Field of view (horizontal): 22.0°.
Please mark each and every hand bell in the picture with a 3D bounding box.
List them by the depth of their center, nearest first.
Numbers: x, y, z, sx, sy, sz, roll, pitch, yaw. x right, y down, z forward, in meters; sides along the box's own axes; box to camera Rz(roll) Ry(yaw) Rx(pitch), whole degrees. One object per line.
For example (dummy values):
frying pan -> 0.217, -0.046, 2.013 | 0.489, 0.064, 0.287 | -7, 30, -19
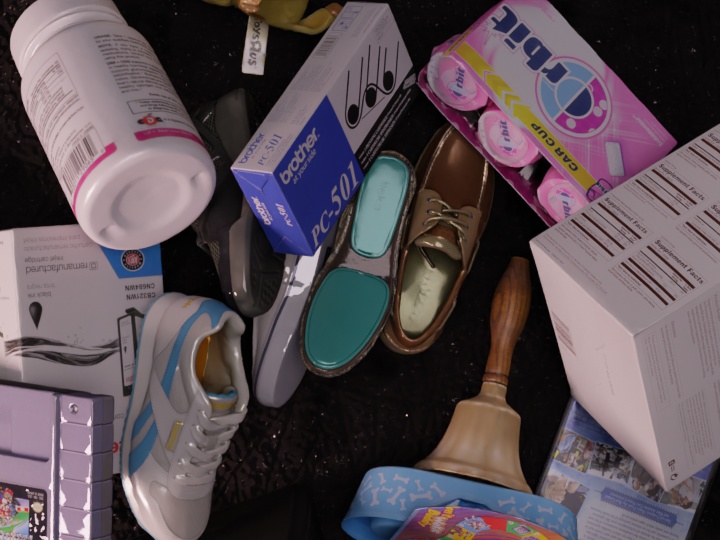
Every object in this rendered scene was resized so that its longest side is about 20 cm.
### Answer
hand bell -> 0.115, 0.086, 1.560 | 0.104, 0.104, 0.201 | 16, 74, -6

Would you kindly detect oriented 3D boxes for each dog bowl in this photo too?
dog bowl -> 0.086, 0.208, 1.525 | 0.199, 0.112, 0.050 | 11, 68, 4

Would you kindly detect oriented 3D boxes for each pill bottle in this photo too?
pill bottle -> -0.200, -0.124, 1.461 | 0.113, 0.114, 0.200 | -26, 56, -6

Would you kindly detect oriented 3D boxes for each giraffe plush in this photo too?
giraffe plush -> -0.084, -0.267, 1.490 | 0.172, 0.162, 0.201 | -10, 90, -7

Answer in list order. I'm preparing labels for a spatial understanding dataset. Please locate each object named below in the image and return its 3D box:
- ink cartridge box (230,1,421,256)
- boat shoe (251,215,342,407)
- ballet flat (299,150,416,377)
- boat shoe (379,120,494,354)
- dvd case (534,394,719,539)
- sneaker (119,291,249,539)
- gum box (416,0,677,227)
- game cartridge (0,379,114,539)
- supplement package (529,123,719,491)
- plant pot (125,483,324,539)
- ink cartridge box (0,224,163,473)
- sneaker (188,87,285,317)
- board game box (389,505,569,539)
ink cartridge box -> -0.024, -0.116, 1.490 | 0.200, 0.044, 0.094 | -57, 140, -32
boat shoe -> -0.067, 0.011, 1.543 | 0.069, 0.071, 0.201 | 14, 91, 19
ballet flat -> 0.000, 0.000, 1.532 | 0.067, 0.075, 0.201 | 17, 75, 0
boat shoe -> 0.069, -0.025, 1.548 | 0.075, 0.074, 0.201 | 15, 88, -6
dvd case -> 0.219, 0.205, 1.589 | 0.142, 0.018, 0.201 | 22, 86, -6
sneaker -> -0.134, 0.121, 1.449 | 0.076, 0.081, 0.201 | -3, 98, -45
gum box -> 0.153, -0.134, 1.543 | 0.200, 0.066, 0.114 | 47, 59, -3
game cartridge -> -0.270, 0.147, 1.394 | 0.199, 0.038, 0.130 | 5, 92, 32
supplement package -> 0.270, 0.026, 1.484 | 0.199, 0.147, 0.192 | -30, 134, -12
plant pot -> -0.101, 0.303, 1.474 | 0.199, 0.177, 0.201 | -17, 92, -6
ink cartridge box -> -0.231, 0.065, 1.475 | 0.146, 0.084, 0.201 | -6, 91, -44
sneaker -> -0.125, -0.044, 1.505 | 0.114, 0.076, 0.200 | -18, 64, 16
board game box -> 0.093, 0.257, 1.489 | 0.157, 0.200, 0.039 | 21, 53, -9
